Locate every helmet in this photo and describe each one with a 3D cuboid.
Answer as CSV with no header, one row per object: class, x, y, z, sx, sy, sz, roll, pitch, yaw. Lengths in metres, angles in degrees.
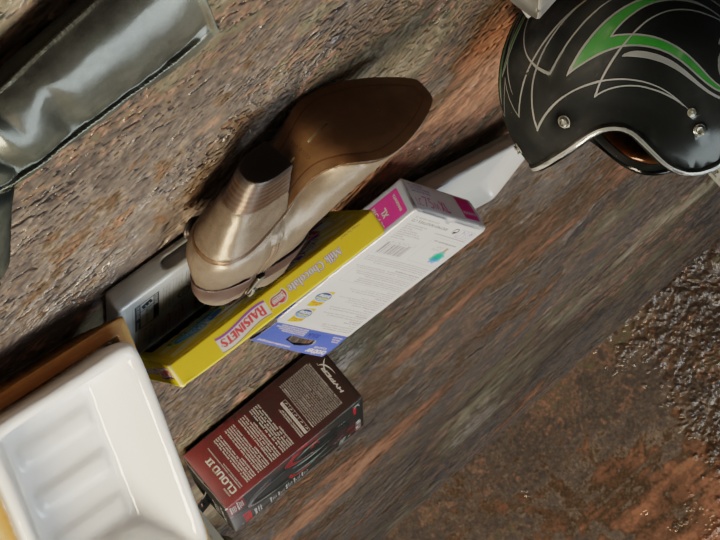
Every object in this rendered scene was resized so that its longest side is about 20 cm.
helmet,0.208,-0.161,1.754,0.200,0.190,0.201,-161,-90,-83

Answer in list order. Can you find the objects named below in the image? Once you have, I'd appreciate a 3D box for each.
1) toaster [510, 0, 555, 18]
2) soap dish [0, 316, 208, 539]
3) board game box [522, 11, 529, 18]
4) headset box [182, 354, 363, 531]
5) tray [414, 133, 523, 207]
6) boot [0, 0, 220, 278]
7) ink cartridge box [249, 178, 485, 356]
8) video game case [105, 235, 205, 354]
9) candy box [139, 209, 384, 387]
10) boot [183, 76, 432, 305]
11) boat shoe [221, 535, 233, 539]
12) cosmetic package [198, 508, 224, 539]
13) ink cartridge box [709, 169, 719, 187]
toaster,0.082,-0.252,1.119,0.181,0.200,0.119,-48,170,-2
soap dish,-0.209,0.154,1.625,0.157,0.201,0.081,-34,-153,-31
board game box,0.153,-0.255,1.600,0.126,0.035,0.200,-35,168,4
headset box,-0.095,0.180,2.262,0.200,0.075,0.149,-39,168,-10
tray,0.081,-0.073,2.021,0.200,0.022,0.107,-29,163,-43
boot,-0.165,-0.084,1.221,0.200,0.073,0.182,-45,170,-12
ink cartridge box,0.000,0.000,1.931,0.200,0.042,0.119,-41,153,21
video game case,-0.121,0.007,1.730,0.182,0.023,0.200,-37,166,-17
candy box,-0.078,0.019,1.702,0.200,0.026,0.102,-38,-165,-16
boot,-0.044,-0.054,1.615,0.199,0.070,0.147,-25,155,-31
boat shoe,-0.194,0.387,2.675,0.064,0.071,0.200,-30,161,-36
cosmetic package,-0.203,0.206,1.747,0.150,0.200,0.052,-29,163,-44
ink cartridge box,0.337,-0.169,2.074,0.083,0.200,0.147,-38,167,-12
